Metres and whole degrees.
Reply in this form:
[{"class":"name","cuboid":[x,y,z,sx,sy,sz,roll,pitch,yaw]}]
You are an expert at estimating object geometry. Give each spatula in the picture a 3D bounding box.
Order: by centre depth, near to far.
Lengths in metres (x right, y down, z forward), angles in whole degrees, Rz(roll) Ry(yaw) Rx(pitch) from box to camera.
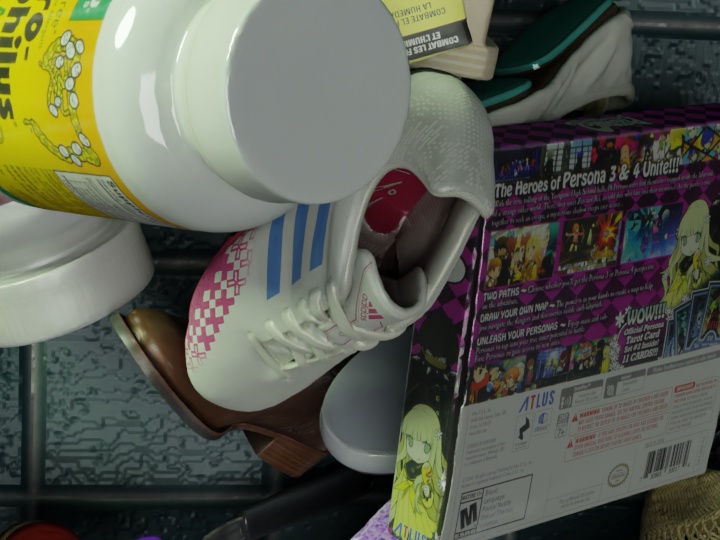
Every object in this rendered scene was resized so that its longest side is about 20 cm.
[{"class":"spatula","cuboid":[-0.066,0.131,1.049,0.200,0.021,0.057,-24,118,-37]}]

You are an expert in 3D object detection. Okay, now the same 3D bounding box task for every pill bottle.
[{"class":"pill bottle","cuboid":[-0.074,-0.073,0.840,0.113,0.200,0.113,-6,99,-37]},{"class":"pill bottle","cuboid":[-0.167,-0.074,0.964,0.109,0.110,0.200,-20,111,-2]}]

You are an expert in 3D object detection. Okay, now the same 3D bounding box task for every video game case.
[{"class":"video game case","cuboid":[0.100,0.021,0.969,0.200,0.036,0.182,-10,113,-45]}]

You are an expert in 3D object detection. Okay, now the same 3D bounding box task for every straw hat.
[{"class":"straw hat","cuboid":[0.179,0.140,1.079,0.200,0.201,0.085,-1,76,-8]}]

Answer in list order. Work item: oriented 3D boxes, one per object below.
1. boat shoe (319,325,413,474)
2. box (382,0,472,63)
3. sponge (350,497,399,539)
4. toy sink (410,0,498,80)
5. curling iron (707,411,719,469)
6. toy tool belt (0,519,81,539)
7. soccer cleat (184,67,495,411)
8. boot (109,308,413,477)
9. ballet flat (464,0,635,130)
[{"class":"boat shoe","cuboid":[0.061,0.052,1.035,0.200,0.070,0.066,-31,151,-33]},{"class":"box","cuboid":[-0.007,-0.182,0.836,0.050,0.075,0.200,-15,111,-4]},{"class":"sponge","cuboid":[-0.021,0.166,1.057,0.030,0.112,0.200,46,102,5]},{"class":"toy sink","cuboid":[0.003,-0.149,0.956,0.112,0.130,0.200,9,106,-12]},{"class":"curling iron","cuboid":[0.101,0.111,1.111,0.200,0.026,0.050,-17,113,-3]},{"class":"toy tool belt","cuboid":[-0.238,0.145,1.038,0.199,0.123,0.125,-2,86,-19]},{"class":"soccer cleat","cuboid":[-0.013,0.006,0.876,0.070,0.086,0.200,16,130,-27]},{"class":"boot","cuboid":[0.000,0.000,1.007,0.200,0.064,0.186,-40,151,9]},{"class":"ballet flat","cuboid":[0.068,-0.064,0.972,0.200,0.069,0.070,-35,118,-44]}]
